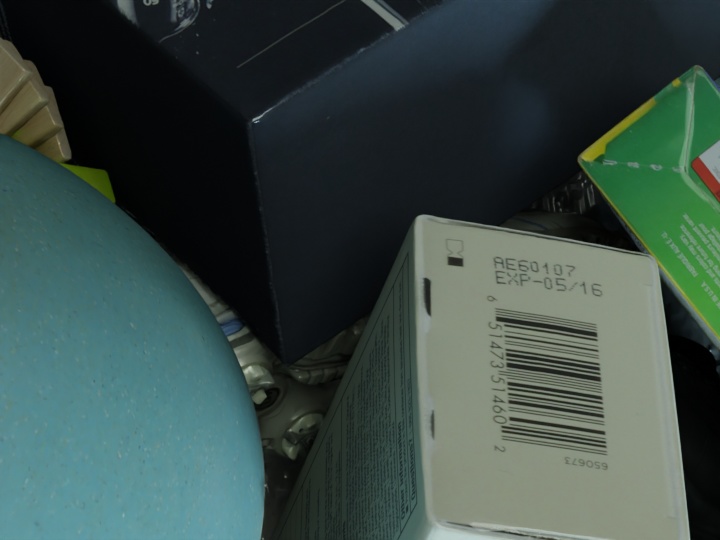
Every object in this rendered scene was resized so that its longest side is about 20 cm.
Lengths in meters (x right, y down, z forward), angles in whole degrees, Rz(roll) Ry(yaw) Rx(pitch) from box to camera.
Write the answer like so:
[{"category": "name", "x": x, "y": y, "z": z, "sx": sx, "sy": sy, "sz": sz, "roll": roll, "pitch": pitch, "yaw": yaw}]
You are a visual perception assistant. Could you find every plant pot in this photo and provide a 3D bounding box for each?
[{"category": "plant pot", "x": -0.135, "y": 0.036, "z": 0.615, "sx": 0.199, "sy": 0.135, "sz": 0.201, "roll": -5, "pitch": 62, "yaw": 10}]

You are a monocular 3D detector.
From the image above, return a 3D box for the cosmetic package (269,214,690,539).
[{"category": "cosmetic package", "x": 0.021, "y": 0.089, "z": 0.726, "sx": 0.073, "sy": 0.200, "sz": 0.104, "roll": 9, "pitch": 51, "yaw": -12}]

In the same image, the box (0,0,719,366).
[{"category": "box", "x": -0.005, "y": -0.104, "z": 0.774, "sx": 0.200, "sy": 0.104, "sz": 0.182, "roll": -34, "pitch": 55, "yaw": -22}]

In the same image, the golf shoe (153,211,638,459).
[{"category": "golf shoe", "x": 0.000, "y": 0.000, "z": 0.819, "sx": 0.200, "sy": 0.078, "sz": 0.097, "roll": -10, "pitch": 46, "yaw": -39}]

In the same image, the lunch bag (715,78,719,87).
[{"category": "lunch bag", "x": 0.188, "y": -0.091, "z": 0.856, "sx": 0.200, "sy": 0.160, "sz": 0.077, "roll": 24, "pitch": 72, "yaw": -15}]

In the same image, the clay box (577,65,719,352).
[{"category": "clay box", "x": 0.123, "y": 0.003, "z": 0.787, "sx": 0.048, "sy": 0.200, "sz": 0.115, "roll": -39, "pitch": 84, "yaw": 6}]

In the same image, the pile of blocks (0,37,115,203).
[{"category": "pile of blocks", "x": -0.126, "y": -0.046, "z": 0.761, "sx": 0.082, "sy": 0.062, "sz": 0.200, "roll": -45, "pitch": 73, "yaw": 15}]

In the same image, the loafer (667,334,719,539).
[{"category": "loafer", "x": 0.084, "y": 0.050, "z": 0.816, "sx": 0.200, "sy": 0.068, "sz": 0.071, "roll": 38, "pitch": 42, "yaw": -41}]
